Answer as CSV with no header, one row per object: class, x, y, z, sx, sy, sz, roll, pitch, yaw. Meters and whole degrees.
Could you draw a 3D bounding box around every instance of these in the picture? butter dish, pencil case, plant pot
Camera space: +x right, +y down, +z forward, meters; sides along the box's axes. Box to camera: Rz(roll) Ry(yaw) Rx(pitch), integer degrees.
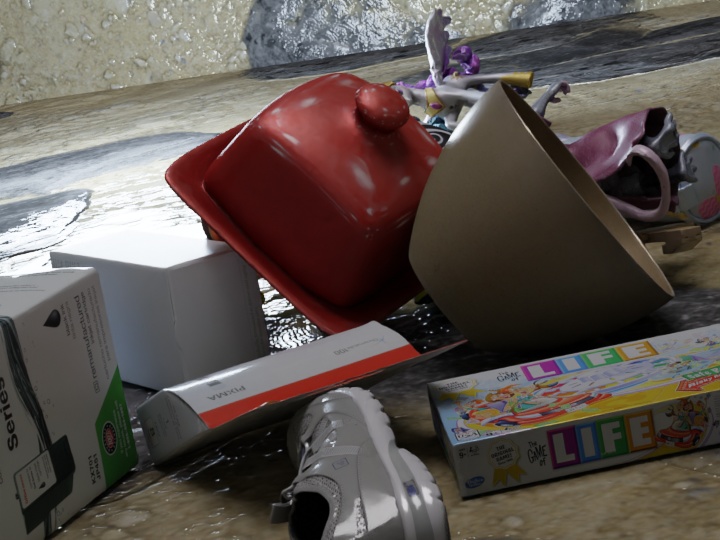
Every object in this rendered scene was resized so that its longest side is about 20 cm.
butter dish,-0.010,-0.079,1.366,0.199,0.200,0.148,-33,-19,-49
pencil case,0.242,-0.085,1.652,0.090,0.084,0.199,-20,16,-41
plant pot,0.113,-0.019,1.304,0.134,0.201,0.200,-39,8,11

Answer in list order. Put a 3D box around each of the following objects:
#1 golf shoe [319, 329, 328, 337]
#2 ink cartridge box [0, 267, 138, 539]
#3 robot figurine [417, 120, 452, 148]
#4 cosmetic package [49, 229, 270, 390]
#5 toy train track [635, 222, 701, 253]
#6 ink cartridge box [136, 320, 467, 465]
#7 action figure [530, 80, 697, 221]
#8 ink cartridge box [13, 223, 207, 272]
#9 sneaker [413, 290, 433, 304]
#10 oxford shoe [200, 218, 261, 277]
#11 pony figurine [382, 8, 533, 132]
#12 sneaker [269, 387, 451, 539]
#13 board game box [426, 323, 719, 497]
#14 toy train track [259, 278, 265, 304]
golf shoe,0.000,0.000,1.473,0.092,0.073,0.200,-26,10,12
ink cartridge box,-0.233,0.095,1.133,0.083,0.148,0.200,-4,15,23
robot figurine,0.048,-0.082,1.703,0.124,0.151,0.200,16,6,-15
cosmetic package,-0.163,0.032,1.438,0.084,0.108,0.199,-17,16,-35
toy train track,0.198,-0.012,1.475,0.114,0.033,0.199,-11,4,-38
ink cartridge box,-0.043,0.068,1.171,0.162,0.057,0.200,-17,-11,-26
action figure,0.169,-0.068,1.464,0.199,0.135,0.149,-7,30,20
ink cartridge box,-0.238,-0.001,1.791,0.199,0.041,0.200,-5,14,25
sneaker,0.079,-0.024,1.529,0.073,0.081,0.200,-9,13,9
oxford shoe,-0.095,-0.028,1.510,0.072,0.072,0.200,5,-7,22
pony figurine,0.117,-0.234,2.315,0.199,0.168,0.193,10,26,17
sneaker,-0.016,0.118,1.004,0.081,0.075,0.200,-12,13,-14
board game box,0.147,0.084,1.111,0.199,0.034,0.134,-12,12,-3
toy train track,-0.088,0.014,1.634,0.199,0.033,0.114,-13,4,-36
